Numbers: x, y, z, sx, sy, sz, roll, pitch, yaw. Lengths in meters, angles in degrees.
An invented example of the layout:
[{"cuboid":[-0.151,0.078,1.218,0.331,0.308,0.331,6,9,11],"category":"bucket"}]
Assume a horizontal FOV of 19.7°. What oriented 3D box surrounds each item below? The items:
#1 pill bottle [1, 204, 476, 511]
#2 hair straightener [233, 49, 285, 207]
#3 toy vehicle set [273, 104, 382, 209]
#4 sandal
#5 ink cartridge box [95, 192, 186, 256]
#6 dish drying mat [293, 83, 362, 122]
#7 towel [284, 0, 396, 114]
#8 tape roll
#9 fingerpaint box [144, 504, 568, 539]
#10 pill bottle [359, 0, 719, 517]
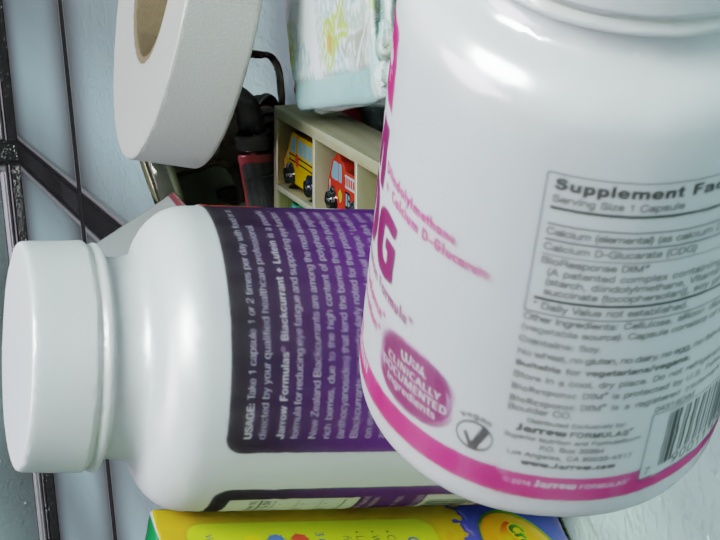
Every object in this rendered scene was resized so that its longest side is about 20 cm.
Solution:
[{"cuboid":[-0.028,0.032,0.766,0.111,0.198,0.112,-179,90,-72],"category":"pill bottle"},{"cuboid":[-0.050,-0.042,1.090,0.077,0.041,0.201,-83,-16,-46],"category":"hair straightener"},{"cuboid":[0.000,0.000,0.951,0.200,0.026,0.125,-145,53,-67],"category":"toy vehicle set"},{"cuboid":[-0.076,-0.066,1.131,0.201,0.057,0.080,-22,-87,-73],"category":"sandal"},{"cuboid":[-0.058,0.080,1.002,0.201,0.083,0.145,60,172,-24],"category":"ink cartridge box"},{"cuboid":[-0.002,-0.022,1.026,0.077,0.018,0.201,114,147,-61],"category":"dish drying mat"},{"cuboid":[0.002,-0.154,0.894,0.200,0.048,0.173,-169,75,-75],"category":"towel"},{"cuboid":[-0.081,-0.151,0.985,0.203,0.037,0.205,-172,90,-74],"category":"tape roll"},{"cuboid":[0.019,0.171,0.725,0.200,0.165,0.074,-118,35,-53],"category":"fingerpaint box"},{"cuboid":[0.062,-0.037,0.574,0.114,0.112,0.201,-112,21,-45],"category":"pill bottle"}]
